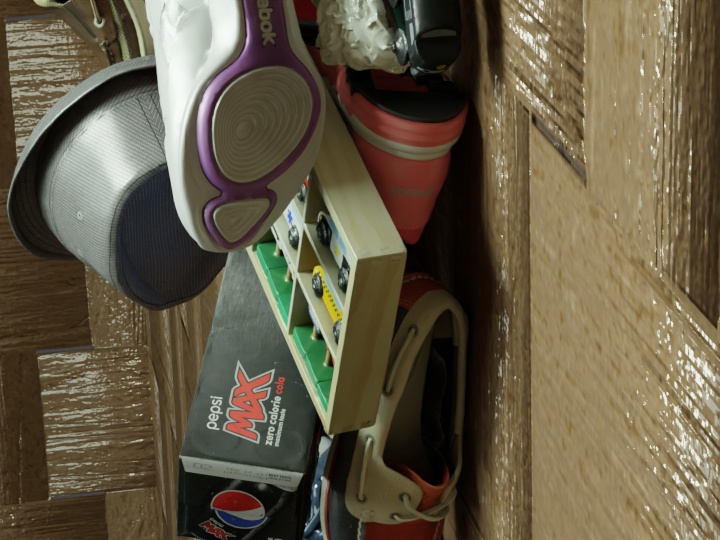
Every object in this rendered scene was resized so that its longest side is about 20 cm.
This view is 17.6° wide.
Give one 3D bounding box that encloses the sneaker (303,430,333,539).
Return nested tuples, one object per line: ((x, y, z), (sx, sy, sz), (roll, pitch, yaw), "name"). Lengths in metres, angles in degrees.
((-0.029, 0.137, 1.386), (0.200, 0.084, 0.076), (34, 107, 57), "sneaker")

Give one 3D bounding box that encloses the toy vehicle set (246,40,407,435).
((-0.029, -0.031, 1.191), (0.125, 0.026, 0.201), (99, 154, -43), "toy vehicle set")

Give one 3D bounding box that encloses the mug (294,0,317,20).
((-0.065, -0.201, 1.419), (0.201, 0.132, 0.179), (-111, 16, -47), "mug")

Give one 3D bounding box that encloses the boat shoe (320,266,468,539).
((0.024, 0.096, 1.227), (0.062, 0.071, 0.202), (27, 121, 48), "boat shoe")

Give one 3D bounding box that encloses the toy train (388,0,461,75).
((0.022, -0.191, 1.077), (0.046, 0.034, 0.202), (171, 91, -76), "toy train")

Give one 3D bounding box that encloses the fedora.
((-0.130, -0.042, 1.475), (0.091, 0.175, 0.201), (61, 152, 32), "fedora")

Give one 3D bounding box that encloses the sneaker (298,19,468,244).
((-0.003, -0.075, 1.218), (0.200, 0.073, 0.088), (-122, 37, -64), "sneaker")

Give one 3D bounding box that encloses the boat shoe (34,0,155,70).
((-0.169, -0.179, 1.449), (0.075, 0.074, 0.204), (-121, 22, -53), "boat shoe")

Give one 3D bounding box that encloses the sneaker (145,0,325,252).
((-0.066, -0.110, 1.135), (0.099, 0.074, 0.202), (3, 91, 64), "sneaker")

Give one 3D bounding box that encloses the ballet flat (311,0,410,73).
((-0.012, -0.192, 1.127), (0.072, 0.071, 0.202), (171, 91, -80), "ballet flat")

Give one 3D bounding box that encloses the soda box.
((-0.049, 0.054, 1.250), (0.201, 0.070, 0.064), (-80, -3, -47), "soda box")

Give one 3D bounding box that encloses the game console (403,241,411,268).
((0.000, 0.000, 1.356), (0.200, 0.031, 0.179), (153, 120, -81), "game console")
